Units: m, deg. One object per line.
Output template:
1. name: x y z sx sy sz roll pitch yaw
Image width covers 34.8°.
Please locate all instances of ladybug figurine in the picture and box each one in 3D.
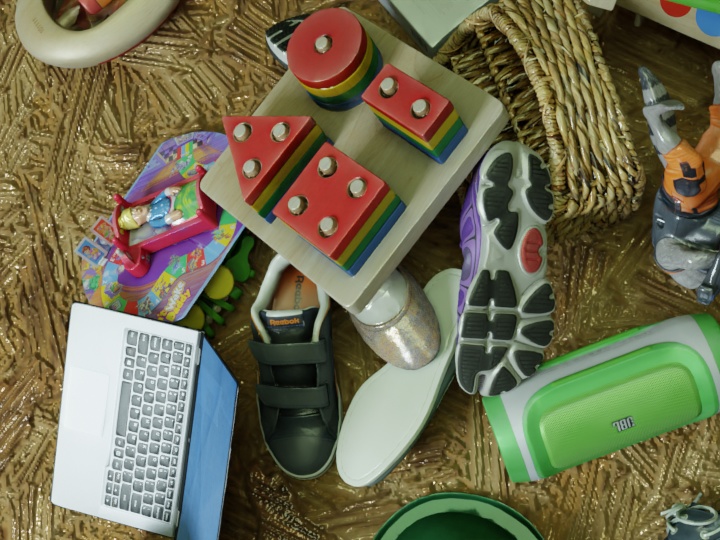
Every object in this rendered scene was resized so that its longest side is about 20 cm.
1. ladybug figurine: -0.236 -0.269 1.098 0.199 0.072 0.137 -36 74 0

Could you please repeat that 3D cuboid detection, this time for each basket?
1. basket: 0.138 -0.125 0.968 0.147 0.143 0.203 -18 75 4

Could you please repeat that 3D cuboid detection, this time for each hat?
1. hat: 0.082 0.256 0.873 0.197 0.176 0.168 16 80 12

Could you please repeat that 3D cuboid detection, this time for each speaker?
1. speaker: 0.203 0.104 0.937 0.197 0.088 0.090 -21 75 4

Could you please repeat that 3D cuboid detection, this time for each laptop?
1. laptop: -0.184 0.146 0.943 0.197 0.116 0.191 12 101 12

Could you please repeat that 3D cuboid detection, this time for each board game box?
1. board game box: -0.180 -0.046 1.021 0.157 0.039 0.202 27 80 39

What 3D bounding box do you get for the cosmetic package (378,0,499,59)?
1. cosmetic package: 0.064 -0.315 1.071 0.150 0.052 0.201 -39 74 1

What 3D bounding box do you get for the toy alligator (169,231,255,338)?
1. toy alligator: -0.123 0.006 1.031 0.054 0.059 0.201 41 84 -27

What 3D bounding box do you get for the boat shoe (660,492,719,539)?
1. boat shoe: 0.277 0.207 0.907 0.197 0.075 0.063 -23 76 2

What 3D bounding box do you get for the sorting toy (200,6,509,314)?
1. sorting toy: -0.020 -0.106 0.920 0.198 0.070 0.201 37 87 32

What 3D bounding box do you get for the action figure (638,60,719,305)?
1. action figure: 0.281 -0.075 0.934 0.103 0.196 0.200 13 36 32

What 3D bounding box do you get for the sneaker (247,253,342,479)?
1. sneaker: -0.058 0.077 0.990 0.077 0.079 0.204 -5 78 7

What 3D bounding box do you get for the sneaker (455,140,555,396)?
1. sneaker: 0.112 -0.001 0.925 0.079 0.083 0.204 7 92 -13

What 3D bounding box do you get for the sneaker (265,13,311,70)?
1. sneaker: -0.016 -0.166 1.041 0.073 0.081 0.199 -33 53 -27

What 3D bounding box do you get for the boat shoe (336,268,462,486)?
1. boat shoe: 0.051 0.098 0.972 0.072 0.062 0.202 23 79 38

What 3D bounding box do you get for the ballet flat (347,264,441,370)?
1. ballet flat: 0.000 0.000 0.970 0.068 0.067 0.201 -39 53 7

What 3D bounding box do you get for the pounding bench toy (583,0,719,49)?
1. pounding bench toy: 0.280 -0.242 0.934 0.154 0.125 0.200 28 45 14
